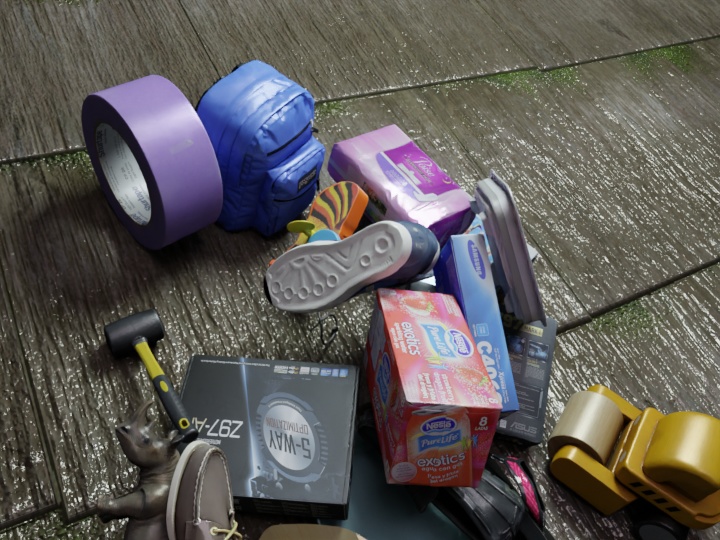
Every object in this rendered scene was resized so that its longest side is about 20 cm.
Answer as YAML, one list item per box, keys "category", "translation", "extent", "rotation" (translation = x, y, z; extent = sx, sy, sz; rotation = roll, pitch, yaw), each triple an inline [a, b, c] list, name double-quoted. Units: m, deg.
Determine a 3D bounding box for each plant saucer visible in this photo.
- category: "plant saucer"
  translation: [0.044, 0.257, 0.761]
  extent: [0.197, 0.036, 0.202]
  rotation: [8, 51, -10]

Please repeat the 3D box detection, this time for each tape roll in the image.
- category: "tape roll"
  translation: [-0.263, -0.134, 0.876]
  extent: [0.084, 0.201, 0.200]
  rotation: [-30, 65, -33]

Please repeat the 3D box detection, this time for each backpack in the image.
- category: "backpack"
  translation: [-0.132, -0.166, 0.937]
  extent: [0.166, 0.201, 0.163]
  rotation: [30, 50, 10]

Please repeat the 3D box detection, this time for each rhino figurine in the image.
- category: "rhino figurine"
  translation: [-0.203, 0.225, 0.660]
  extent: [0.086, 0.060, 0.203]
  rotation: [4, 82, -17]

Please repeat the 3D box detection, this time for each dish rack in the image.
- category: "dish rack"
  translation: [0.175, -0.028, 0.857]
  extent: [0.043, 0.174, 0.200]
  rotation: [-16, 13, 7]

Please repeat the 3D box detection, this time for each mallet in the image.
- category: "mallet"
  translation: [-0.216, 0.111, 0.770]
  extent: [0.065, 0.042, 0.199]
  rotation: [-27, 47, -30]

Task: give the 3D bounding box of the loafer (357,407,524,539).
- category: "loafer"
  translation: [0.076, 0.218, 0.732]
  extent: [0.199, 0.068, 0.071]
  rotation: [33, 57, 14]

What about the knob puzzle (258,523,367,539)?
- category: "knob puzzle"
  translation: [-0.041, 0.337, 0.663]
  extent: [0.216, 0.031, 0.222]
  rotation: [-3, 59, 5]

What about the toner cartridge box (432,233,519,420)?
- category: "toner cartridge box"
  translation: [0.128, 0.070, 0.798]
  extent: [0.042, 0.095, 0.203]
  rotation: [-4, 70, -11]

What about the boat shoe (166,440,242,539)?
- category: "boat shoe"
  translation: [-0.136, 0.261, 0.637]
  extent: [0.059, 0.072, 0.203]
  rotation: [-5, 78, 31]

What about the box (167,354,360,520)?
- category: "box"
  translation: [-0.103, 0.175, 0.752]
  extent: [0.197, 0.044, 0.162]
  rotation: [4, 51, 5]

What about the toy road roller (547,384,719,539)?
- category: "toy road roller"
  translation: [0.333, 0.210, 0.804]
  extent: [0.199, 0.147, 0.123]
  rotation: [34, 51, 12]

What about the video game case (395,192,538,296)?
- category: "video game case"
  translation: [0.127, -0.025, 0.999]
  extent: [0.181, 0.046, 0.199]
  rotation: [42, 54, 19]

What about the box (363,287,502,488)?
- category: "box"
  translation: [0.065, 0.113, 0.713]
  extent: [0.094, 0.101, 0.201]
  rotation: [5, 28, -10]

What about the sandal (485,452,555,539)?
- category: "sandal"
  translation: [0.186, 0.255, 0.775]
  extent: [0.201, 0.045, 0.075]
  rotation: [53, 13, 18]

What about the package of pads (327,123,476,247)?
- category: "package of pads"
  translation: [0.057, -0.114, 0.975]
  extent: [0.119, 0.076, 0.200]
  rotation: [-25, 59, -29]

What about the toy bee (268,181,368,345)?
- category: "toy bee"
  translation: [-0.066, -0.023, 0.906]
  extent: [0.107, 0.132, 0.202]
  rotation: [10, 57, 25]

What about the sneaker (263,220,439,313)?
- category: "sneaker"
  translation: [0.000, 0.000, 0.835]
  extent: [0.146, 0.198, 0.082]
  rotation: [6, 65, -63]

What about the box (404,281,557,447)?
- category: "box"
  translation: [0.135, 0.114, 0.861]
  extent: [0.197, 0.051, 0.160]
  rotation: [15, 69, -4]
